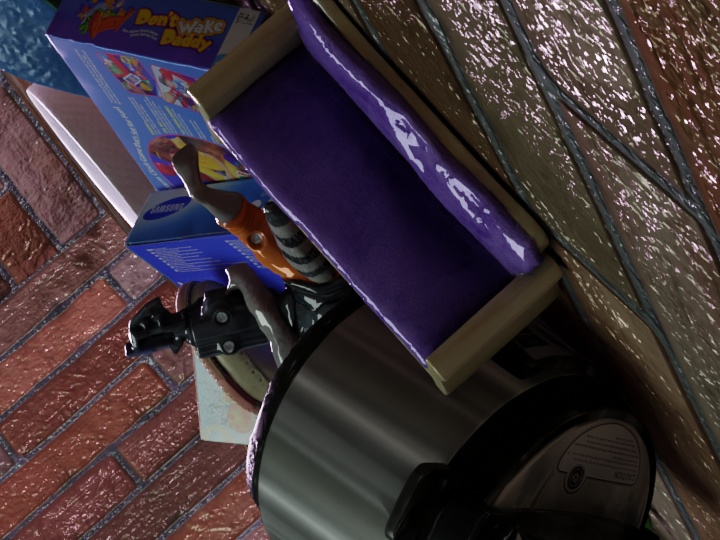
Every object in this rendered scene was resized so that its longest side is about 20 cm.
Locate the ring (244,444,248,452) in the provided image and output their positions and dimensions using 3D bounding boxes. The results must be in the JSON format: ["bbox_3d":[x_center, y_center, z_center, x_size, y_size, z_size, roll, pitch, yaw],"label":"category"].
[{"bbox_3d":[-0.009,0.091,1.801,0.201,0.201,0.019,49,-149,9],"label":"ring"}]

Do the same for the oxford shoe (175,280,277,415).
[{"bbox_3d":[-0.030,0.060,1.626,0.200,0.074,0.071,37,-144,-30],"label":"oxford shoe"}]

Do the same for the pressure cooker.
[{"bbox_3d":[0.061,0.118,1.379,0.200,0.175,0.180,32,143,38],"label":"pressure cooker"}]

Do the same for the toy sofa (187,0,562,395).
[{"bbox_3d":[0.007,-0.042,1.293,0.200,0.083,0.098,48,175,15],"label":"toy sofa"}]

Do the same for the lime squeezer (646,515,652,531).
[{"bbox_3d":[0.165,0.146,1.566,0.070,0.038,0.200,3,142,36],"label":"lime squeezer"}]

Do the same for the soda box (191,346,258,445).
[{"bbox_3d":[-0.076,0.014,1.764,0.063,0.068,0.202,4,107,28],"label":"soda box"}]

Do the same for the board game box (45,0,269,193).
[{"bbox_3d":[-0.089,-0.093,1.574,0.134,0.045,0.200,14,156,26],"label":"board game box"}]

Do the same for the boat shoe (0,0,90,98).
[{"bbox_3d":[-0.188,-0.158,1.728,0.199,0.084,0.069,28,-139,-13],"label":"boat shoe"}]

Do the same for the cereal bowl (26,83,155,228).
[{"bbox_3d":[-0.220,-0.118,2.437,0.200,0.083,0.200,48,174,7],"label":"cereal bowl"}]

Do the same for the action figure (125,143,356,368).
[{"bbox_3d":[-0.044,0.016,1.447,0.105,0.199,0.194,-104,-6,-54],"label":"action figure"}]

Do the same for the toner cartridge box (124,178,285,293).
[{"bbox_3d":[-0.050,-0.014,1.593,0.095,0.043,0.199,39,154,-30],"label":"toner cartridge box"}]
